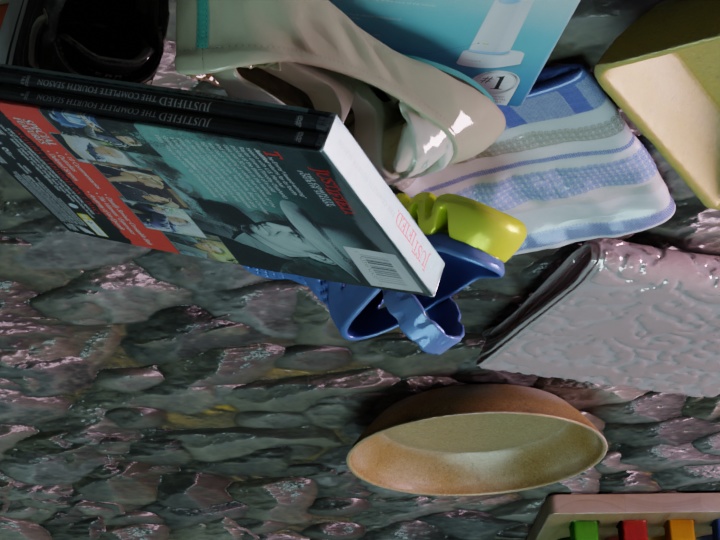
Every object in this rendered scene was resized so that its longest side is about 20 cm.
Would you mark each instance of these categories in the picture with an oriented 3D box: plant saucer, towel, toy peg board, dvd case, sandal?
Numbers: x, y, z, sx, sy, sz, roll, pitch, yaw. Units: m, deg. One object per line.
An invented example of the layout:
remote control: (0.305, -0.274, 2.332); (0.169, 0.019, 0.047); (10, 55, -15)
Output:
plant saucer: (0.088, 0.127, 1.675); (0.200, 0.036, 0.200); (-2, 157, -1)
towel: (0.091, -0.057, 1.264); (0.146, 0.024, 0.200); (-11, 155, 19)
toy peg board: (0.254, 0.275, 1.958); (0.199, 0.098, 0.200); (0, 157, -5)
dvd case: (-0.076, -0.040, 0.967); (0.200, 0.022, 0.146); (11, 160, 27)
plant saucer: (0.244, -0.106, 1.131); (0.199, 0.049, 0.200); (-13, 154, 24)
sandal: (0.000, 0.000, 1.272); (0.200, 0.087, 0.079); (3, 164, 44)
towel: (0.203, 0.034, 1.474); (0.199, 0.032, 0.191); (8, 156, -21)

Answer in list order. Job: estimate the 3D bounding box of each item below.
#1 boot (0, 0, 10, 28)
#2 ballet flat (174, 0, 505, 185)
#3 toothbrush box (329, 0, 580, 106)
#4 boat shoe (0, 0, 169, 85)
boot: (-0.190, -0.078, 1.088); (0.200, 0.108, 0.075); (-15, 151, 22)
ballet flat: (-0.007, -0.072, 0.952); (0.069, 0.070, 0.200); (-20, 148, 36)
toothbrush box: (0.025, -0.157, 0.944); (0.146, 0.086, 0.200); (4, 157, -9)
boat shoe: (-0.124, -0.106, 0.994); (0.071, 0.064, 0.200); (-8, 139, -21)
